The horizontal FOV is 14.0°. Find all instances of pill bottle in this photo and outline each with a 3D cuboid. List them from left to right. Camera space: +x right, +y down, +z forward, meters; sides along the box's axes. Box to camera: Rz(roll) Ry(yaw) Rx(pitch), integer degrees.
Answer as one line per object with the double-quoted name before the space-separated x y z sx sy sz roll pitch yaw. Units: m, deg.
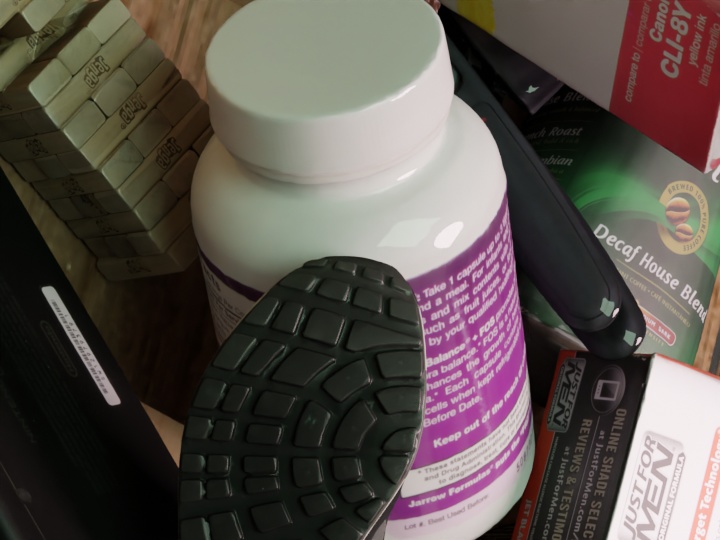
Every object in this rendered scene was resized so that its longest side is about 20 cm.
"pill bottle" 0.000 0.000 1.052 0.112 0.112 0.200 -38 137 -31

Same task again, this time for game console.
"game console" -0.168 0.062 0.995 0.200 0.116 0.176 59 25 11

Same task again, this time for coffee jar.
"coffee jar" 0.110 -0.045 1.195 0.104 0.085 0.200 33 67 -28

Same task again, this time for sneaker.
"sneaker" -0.026 0.092 0.993 0.076 0.088 0.200 14 91 5

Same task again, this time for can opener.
"can opener" 0.052 -0.047 1.117 0.063 0.079 0.200 35 23 -46

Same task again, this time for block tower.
"block tower" -0.123 -0.087 1.058 0.058 0.054 0.200 -49 112 -27

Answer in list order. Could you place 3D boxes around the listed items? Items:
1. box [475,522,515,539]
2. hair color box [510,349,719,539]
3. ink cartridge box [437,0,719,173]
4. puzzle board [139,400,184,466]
"box" 0.094 0.145 1.174 0.200 0.075 0.100 -12 92 -33
"hair color box" 0.157 0.105 1.137 0.200 0.061 0.102 22 80 -32
"ink cartridge box" 0.102 -0.149 1.130 0.145 0.200 0.083 -39 151 -32
"puzzle board" -0.139 0.110 1.005 0.151 0.017 0.200 29 54 -7
